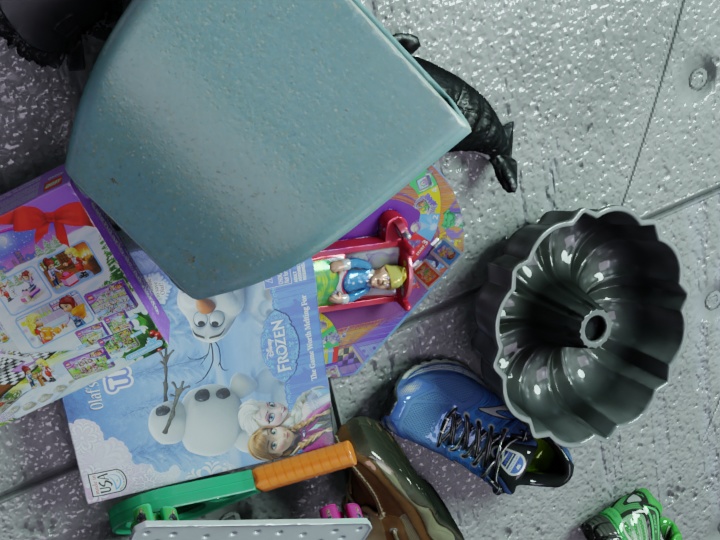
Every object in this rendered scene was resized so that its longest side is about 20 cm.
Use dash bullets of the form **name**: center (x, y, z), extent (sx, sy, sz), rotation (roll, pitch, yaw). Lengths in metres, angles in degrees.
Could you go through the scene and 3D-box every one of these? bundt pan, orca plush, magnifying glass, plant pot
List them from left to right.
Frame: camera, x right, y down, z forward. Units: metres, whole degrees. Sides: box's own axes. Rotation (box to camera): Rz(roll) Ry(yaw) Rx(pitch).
- **magnifying glass**: center (-0.100, 0.169, 1.007), extent (0.197, 0.023, 0.080), rotation (-19, 161, 4)
- **plant pot**: center (-0.070, -0.097, 0.820), extent (0.196, 0.196, 0.200), rotation (44, 99, -8)
- **orca plush**: center (0.054, -0.106, 0.965), extent (0.199, 0.071, 0.106), rotation (31, 88, -33)
- **bundt pan**: center (0.175, 0.039, 1.087), extent (0.199, 0.076, 0.205), rotation (-7, 105, -26)

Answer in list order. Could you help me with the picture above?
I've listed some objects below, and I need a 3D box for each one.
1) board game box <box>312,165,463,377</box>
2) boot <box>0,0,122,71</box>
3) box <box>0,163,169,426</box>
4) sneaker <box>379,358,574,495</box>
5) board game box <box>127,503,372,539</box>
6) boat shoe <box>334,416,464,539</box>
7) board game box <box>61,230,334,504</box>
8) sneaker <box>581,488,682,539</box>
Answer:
- **board game box**: center (0.000, 0.000, 1.015), extent (0.200, 0.039, 0.158), rotation (-48, 125, 1)
- **boot**: center (-0.191, -0.236, 0.794), extent (0.162, 0.073, 0.199), rotation (-39, 125, -1)
- **box**: center (-0.246, 0.031, 0.873), extent (0.198, 0.039, 0.138), rotation (-25, 118, 5)
- **sneaker**: center (0.106, 0.137, 1.104), extent (0.198, 0.089, 0.079), rotation (19, 104, -30)
- **board game box**: center (-0.115, 0.254, 1.048), extent (0.197, 0.026, 0.201), rotation (5, 132, -28)
- **boat shoe**: center (0.023, 0.199, 1.091), extent (0.073, 0.076, 0.201), rotation (-32, 135, 3)
- **board game box**: center (-0.126, 0.060, 0.962), extent (0.196, 0.043, 0.203), rotation (-12, 118, -9)
- **sneaker**: center (0.293, 0.299, 1.281), extent (0.085, 0.078, 0.201), rotation (-34, 123, -9)
